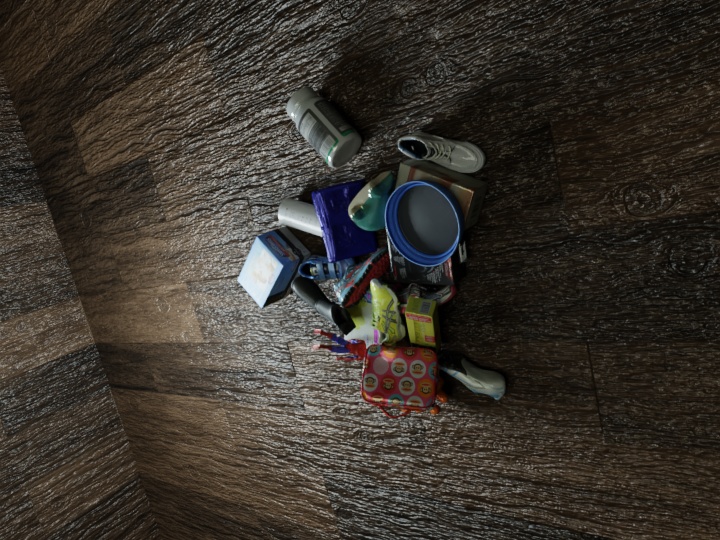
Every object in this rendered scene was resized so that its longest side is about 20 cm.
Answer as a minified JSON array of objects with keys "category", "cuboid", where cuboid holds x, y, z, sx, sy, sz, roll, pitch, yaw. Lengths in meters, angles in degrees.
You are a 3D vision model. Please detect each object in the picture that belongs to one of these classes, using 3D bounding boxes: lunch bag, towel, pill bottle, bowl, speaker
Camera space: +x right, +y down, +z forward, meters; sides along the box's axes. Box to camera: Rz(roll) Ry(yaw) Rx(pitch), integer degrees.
[{"category":"lunch bag","cuboid":[0.101,0.285,1.330,0.196,0.082,0.180,5,74,13]},{"category":"towel","cuboid":[-0.040,-0.131,1.401,0.145,0.050,0.204,-14,101,-4]},{"category":"pill bottle","cuboid":[-0.098,-0.377,1.364,0.201,0.112,0.113,50,129,13]},{"category":"bowl","cuboid":[0.148,-0.111,1.207,0.198,0.039,0.204,18,122,32]},{"category":"speaker","cuboid":[-0.142,-0.149,1.503,0.197,0.081,0.083,18,117,32]}]

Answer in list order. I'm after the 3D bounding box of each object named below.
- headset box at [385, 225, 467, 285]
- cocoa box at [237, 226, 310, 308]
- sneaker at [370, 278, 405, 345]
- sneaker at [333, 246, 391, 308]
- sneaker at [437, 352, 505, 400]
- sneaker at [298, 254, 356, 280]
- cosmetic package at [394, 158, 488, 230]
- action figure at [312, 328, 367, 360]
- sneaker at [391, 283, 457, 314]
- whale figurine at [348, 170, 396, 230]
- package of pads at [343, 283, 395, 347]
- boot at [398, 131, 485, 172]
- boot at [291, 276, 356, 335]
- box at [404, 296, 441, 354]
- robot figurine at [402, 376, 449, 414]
[{"category":"headset box","cuboid":[0.171,-0.048,1.298,0.197,0.077,0.152,0,107,37]},{"category":"cocoa box","cuboid":[-0.270,-0.009,1.621,0.133,0.130,0.201,45,128,15]},{"category":"sneaker","cuboid":[0.062,0.114,1.361,0.075,0.076,0.203,23,139,54]},{"category":"sneaker","cuboid":[0.000,0.000,1.410,0.200,0.079,0.096,-45,49,0]},{"category":"sneaker","cuboid":[0.277,0.272,1.338,0.198,0.071,0.074,22,127,34]},{"category":"sneaker","cuboid":[-0.097,-0.005,1.520,0.197,0.082,0.076,-3,103,37]},{"category":"cosmetic package","cuboid":[0.185,-0.184,1.229,0.198,0.087,0.105,26,123,28]},{"category":"action figure","cuboid":[-0.060,0.210,1.433,0.098,0.198,0.067,-15,63,48]},{"category":"sneaker","cuboid":[0.158,0.062,1.347,0.198,0.080,0.076,-14,96,41]},{"category":"whale figurine","cuboid":[0.045,-0.168,1.292,0.104,0.159,0.200,48,161,4]},{"category":"package of pads","cuboid":[0.021,0.128,1.484,0.152,0.068,0.204,10,112,34]},{"category":"boot","cuboid":[0.181,-0.267,1.197,0.198,0.095,0.075,23,119,30]},{"category":"boot","cuboid":[-0.106,0.095,1.460,0.164,0.066,0.200,41,177,-23]},{"category":"box","cuboid":[0.161,0.146,1.322,0.074,0.051,0.202,10,145,18]},{"category":"robot figurine","cuboid":[0.149,0.302,1.420,0.199,0.116,0.145,38,128,20]}]
